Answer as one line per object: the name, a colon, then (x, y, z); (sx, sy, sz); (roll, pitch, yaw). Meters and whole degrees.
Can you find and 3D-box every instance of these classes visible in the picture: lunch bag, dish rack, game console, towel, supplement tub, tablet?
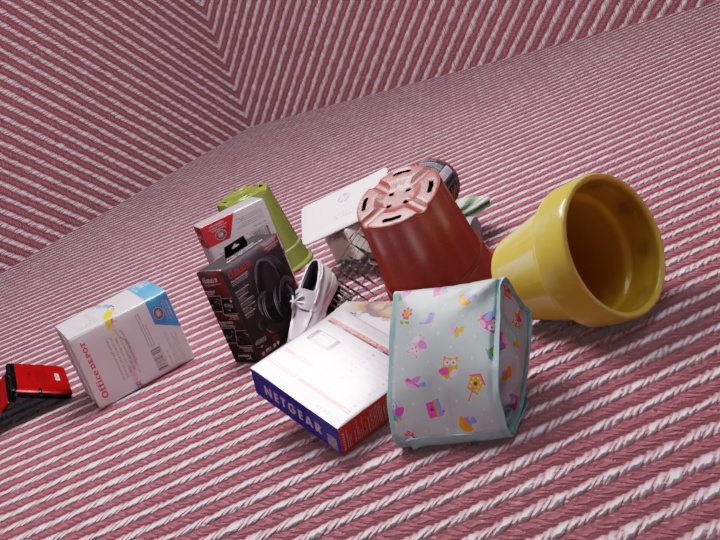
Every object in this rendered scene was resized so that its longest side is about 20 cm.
lunch bag: (0.124, 0.126, 1.202); (0.168, 0.122, 0.203); (-10, 58, 28)
dish rack: (0.000, 0.000, 1.759); (0.201, 0.054, 0.153); (-55, 26, -3)
game console: (-0.674, 0.266, 1.886); (0.170, 0.121, 0.200); (6, 8, -24)
towel: (0.152, -0.105, 1.858); (0.151, 0.024, 0.199); (-31, 15, -20)
supplement tub: (0.114, -0.130, 1.752); (0.106, 0.108, 0.200); (-12, 19, 25)
tablet: (-0.029, -0.128, 1.880); (0.198, 0.014, 0.131); (-24, 37, 14)

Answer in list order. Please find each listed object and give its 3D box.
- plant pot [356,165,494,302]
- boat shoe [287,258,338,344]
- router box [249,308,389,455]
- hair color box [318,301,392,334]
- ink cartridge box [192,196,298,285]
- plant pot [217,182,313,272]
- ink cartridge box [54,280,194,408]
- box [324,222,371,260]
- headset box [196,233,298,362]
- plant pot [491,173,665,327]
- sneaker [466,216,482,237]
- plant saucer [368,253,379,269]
plant pot: (0.097, -0.049, 1.533); (0.198, 0.196, 0.202); (-21, 35, 15)
boat shoe: (-0.093, 0.059, 1.676); (0.071, 0.069, 0.201); (-14, 36, 36)
router box: (-0.027, 0.149, 1.336); (0.178, 0.049, 0.199); (-32, 39, -29)
hair color box: (0.021, 0.099, 1.501); (0.198, 0.066, 0.109); (-1, 26, 44)
ink cartridge box: (-0.234, -0.029, 1.936); (0.143, 0.202, 0.084); (-26, 15, -17)
plant pot: (-0.229, -0.087, 2.109); (0.197, 0.192, 0.200); (-19, 17, 6)
ink cartridge box: (-0.448, 0.135, 1.793); (0.198, 0.148, 0.146); (-28, 20, -22)
box: (-0.010, -0.067, 1.939); (0.081, 0.069, 0.200); (-29, 7, -14)
headset box: (-0.190, 0.039, 1.687); (0.077, 0.202, 0.148); (-4, 24, 44)
plant pot: (0.290, -0.011, 1.330); (0.200, 0.202, 0.188); (-35, 6, -37)
sneaker: (0.168, -0.040, 1.712); (0.070, 0.074, 0.200); (-6, 24, 27)
plant saucer: (0.111, -0.044, 1.831); (0.198, 0.037, 0.201); (-23, 14, 6)
